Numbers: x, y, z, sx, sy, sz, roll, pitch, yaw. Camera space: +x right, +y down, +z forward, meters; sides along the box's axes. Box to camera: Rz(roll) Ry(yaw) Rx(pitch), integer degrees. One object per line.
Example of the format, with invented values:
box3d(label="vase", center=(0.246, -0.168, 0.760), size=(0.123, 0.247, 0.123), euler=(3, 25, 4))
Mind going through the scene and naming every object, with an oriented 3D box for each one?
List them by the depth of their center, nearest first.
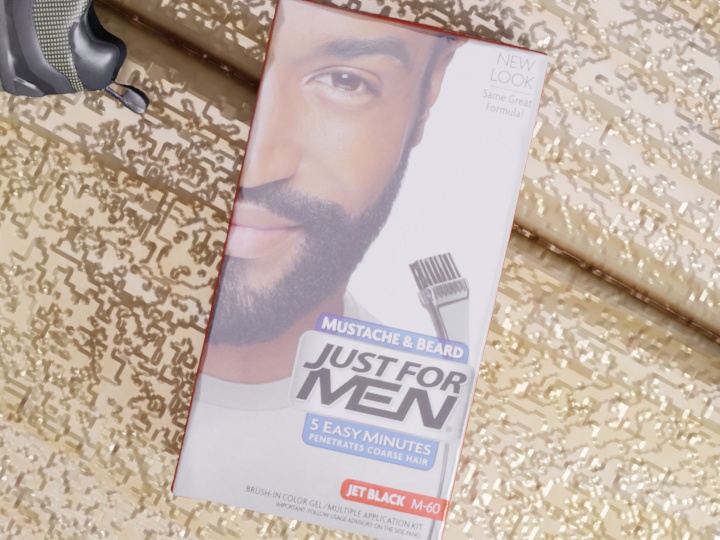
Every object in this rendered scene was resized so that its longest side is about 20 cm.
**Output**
box3d(label="hiking shoe", center=(-0.111, -0.164, 0.920), size=(0.100, 0.076, 0.201), euler=(7, 105, -8))
box3d(label="hair color box", center=(0.000, 0.000, 0.933), size=(0.110, 0.064, 0.201), euler=(12, 95, 0))
